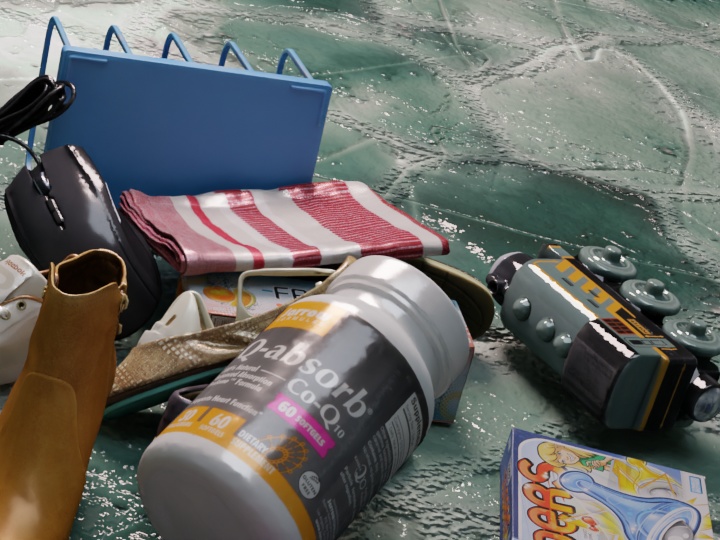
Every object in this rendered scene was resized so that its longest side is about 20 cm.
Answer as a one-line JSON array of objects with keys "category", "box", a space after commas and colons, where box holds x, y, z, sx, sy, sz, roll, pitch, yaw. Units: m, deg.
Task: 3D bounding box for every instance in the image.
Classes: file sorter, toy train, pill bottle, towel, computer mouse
[{"category": "file sorter", "box": [-0.143, -0.102, 1.594, 0.198, 0.140, 0.123, 6, 21, -19]}, {"category": "toy train", "box": [0.173, 0.045, 1.527, 0.113, 0.086, 0.200, 3, 28, -36]}, {"category": "pill bottle", "box": [-0.028, 0.086, 1.243, 0.116, 0.117, 0.200, 27, 51, 22]}, {"category": "towel", "box": [-0.055, -0.032, 1.493, 0.198, 0.023, 0.144, -4, 20, -25]}, {"category": "computer mouse", "box": [-0.228, -0.029, 1.450, 0.201, 0.140, 0.046, 63, 6, 19]}]

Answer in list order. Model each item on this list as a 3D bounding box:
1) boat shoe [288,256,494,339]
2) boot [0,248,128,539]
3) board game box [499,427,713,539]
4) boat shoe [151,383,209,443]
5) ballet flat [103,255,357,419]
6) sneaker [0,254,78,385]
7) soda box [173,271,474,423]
[{"category": "boat shoe", "box": [-0.001, 0.001, 1.544, 0.199, 0.072, 0.066, 10, 31, -2]}, {"category": "boot", "box": [-0.181, 0.078, 1.210, 0.070, 0.145, 0.202, 15, 26, 1]}, {"category": "board game box", "box": [0.152, 0.177, 1.323, 0.134, 0.035, 0.200, 14, 26, -4]}, {"category": "boat shoe", "box": [-0.041, 0.095, 1.343, 0.199, 0.065, 0.072, -5, 32, -35]}, {"category": "ballet flat", "box": [-0.081, 0.038, 1.360, 0.198, 0.066, 0.071, -16, -6, -9]}, {"category": "sneaker", "box": [-0.245, 0.032, 1.336, 0.073, 0.085, 0.199, 33, 33, 29]}, {"category": "soda box", "box": [-0.028, 0.050, 1.441, 0.198, 0.064, 0.069, 9, 26, -15]}]
